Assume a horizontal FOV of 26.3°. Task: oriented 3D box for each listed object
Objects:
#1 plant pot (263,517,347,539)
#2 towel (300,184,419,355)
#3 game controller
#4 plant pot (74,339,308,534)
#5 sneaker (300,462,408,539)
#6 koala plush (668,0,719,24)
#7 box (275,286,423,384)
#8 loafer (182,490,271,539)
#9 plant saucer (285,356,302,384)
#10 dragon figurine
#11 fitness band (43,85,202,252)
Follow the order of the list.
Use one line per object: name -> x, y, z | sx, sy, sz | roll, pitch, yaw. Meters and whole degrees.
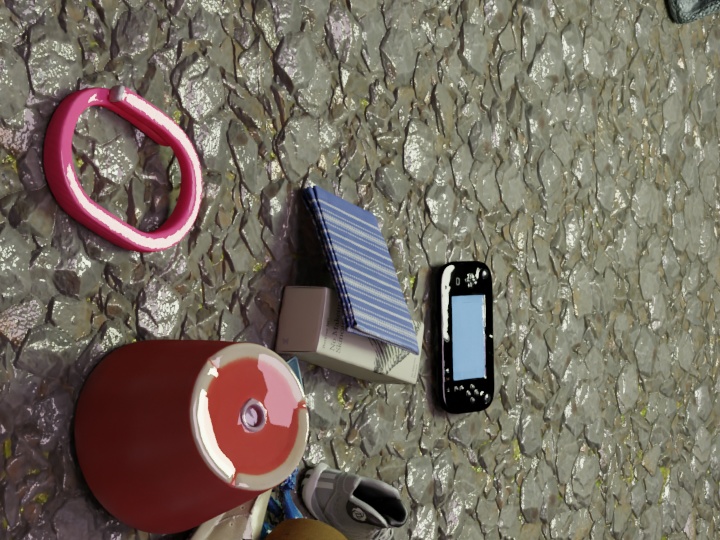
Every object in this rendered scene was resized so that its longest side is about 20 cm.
plant pot -> -0.074, 0.367, 1.601 | 0.187, 0.185, 0.201 | 58, 36, -33
towel -> 0.000, 0.000, 1.821 | 0.144, 0.024, 0.202 | 22, 43, -52
game controller -> 0.138, 0.089, 2.048 | 0.104, 0.042, 0.203 | -2, 90, -52
plant pot -> -0.156, 0.155, 1.528 | 0.199, 0.177, 0.203 | 12, 71, -38
sneaker -> 0.019, 0.307, 1.832 | 0.200, 0.115, 0.075 | 52, 51, -37
koala plush -> 0.592, -0.542, 2.553 | 0.177, 0.183, 0.202 | -33, 103, -47
box -> -0.010, 0.079, 1.837 | 0.199, 0.068, 0.083 | 20, 74, -50
loafer -> -0.132, 0.266, 1.664 | 0.068, 0.076, 0.200 | 41, 63, -6
plant saucer -> -0.131, 0.166, 1.719 | 0.199, 0.019, 0.071 | -32, 120, -46
dragon figurine -> -0.096, 0.316, 1.731 | 0.099, 0.058, 0.202 | 30, 65, -47
fitness band -> -0.239, -0.102, 1.575 | 0.200, 0.037, 0.145 | 35, 63, -45
